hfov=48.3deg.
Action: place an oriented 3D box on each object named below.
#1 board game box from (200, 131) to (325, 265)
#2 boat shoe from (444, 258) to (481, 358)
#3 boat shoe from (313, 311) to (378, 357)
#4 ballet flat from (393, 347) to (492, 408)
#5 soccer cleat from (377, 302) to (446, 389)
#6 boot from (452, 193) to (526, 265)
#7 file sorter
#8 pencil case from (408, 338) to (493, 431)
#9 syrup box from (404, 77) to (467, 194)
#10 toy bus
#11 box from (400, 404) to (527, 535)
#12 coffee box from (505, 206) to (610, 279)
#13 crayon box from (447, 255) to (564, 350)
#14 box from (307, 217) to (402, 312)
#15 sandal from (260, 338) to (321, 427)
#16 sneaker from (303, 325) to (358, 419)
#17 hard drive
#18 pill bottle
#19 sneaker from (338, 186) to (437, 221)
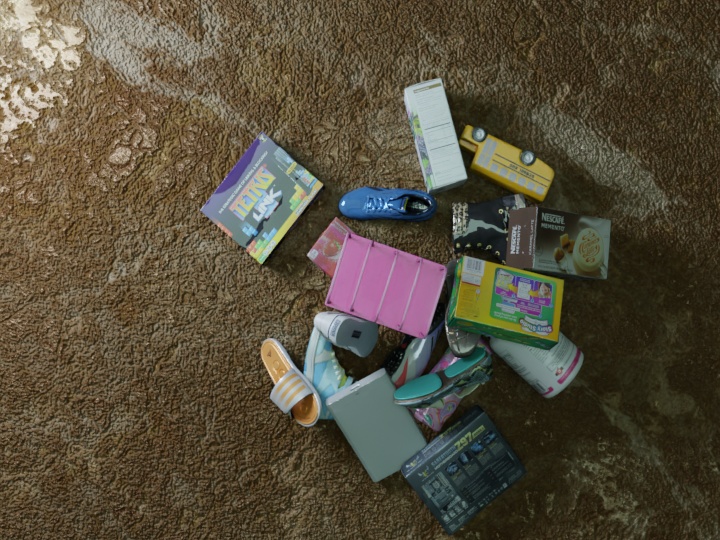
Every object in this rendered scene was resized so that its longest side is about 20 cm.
[{"bbox_3d":[-0.192,-0.141,1.587,0.164,0.057,0.201,38,89,1],"label":"board game box"},{"bbox_3d":[0.195,0.077,1.520,0.072,0.074,0.204,1,58,6],"label":"boat shoe"},{"bbox_3d":[-0.024,0.111,1.515,0.064,0.200,0.075,23,83,26],"label":"boat shoe"},{"bbox_3d":[0.158,0.216,1.480,0.196,0.074,0.076,-26,87,4],"label":"ballet flat"},{"bbox_3d":[0.114,0.155,1.572,0.073,0.068,0.201,44,77,-29],"label":"soccer cleat"},{"bbox_3d":[0.253,-0.045,1.566,0.146,0.073,0.206,-2,97,7],"label":"boot"},{"bbox_3d":[0.046,0.027,1.441,0.195,0.125,0.142,19,88,1],"label":"file sorter"},{"bbox_3d":[0.174,0.207,1.549,0.087,0.087,0.202,36,90,2],"label":"pencil case"},{"bbox_3d":[0.145,-0.261,1.573,0.079,0.079,0.205,-15,87,1],"label":"syrup box"},{"bbox_3d":[0.280,-0.210,1.576,0.196,0.065,0.080,25,90,2],"label":"toy bus"},{"bbox_3d":[0.198,0.382,1.541,0.199,0.051,0.159,-39,104,-2],"label":"box"},{"bbox_3d":[0.374,-0.049,1.514,0.196,0.079,0.118,8,86,-32],"label":"coffee box"},{"bbox_3d":[0.264,0.059,1.452,0.195,0.058,0.122,14,69,-3],"label":"crayon box"},{"bbox_3d":[0.000,0.000,1.554,0.199,0.100,0.096,40,88,2],"label":"box"},{"bbox_3d":[-0.150,0.216,1.528,0.207,0.058,0.080,49,120,32],"label":"sandal"},{"bbox_3d":[-0.045,0.196,1.560,0.127,0.080,0.206,10,97,4],"label":"sneaker"},{"bbox_3d":[0.035,0.297,1.532,0.130,0.026,0.203,-28,112,6],"label":"hard drive"},{"bbox_3d":[0.317,0.135,1.530,0.199,0.113,0.114,42,89,-2],"label":"pill bottle"},{"bbox_3d":[0.053,-0.132,1.572,0.194,0.078,0.068,2,89,3],"label":"sneaker"}]
